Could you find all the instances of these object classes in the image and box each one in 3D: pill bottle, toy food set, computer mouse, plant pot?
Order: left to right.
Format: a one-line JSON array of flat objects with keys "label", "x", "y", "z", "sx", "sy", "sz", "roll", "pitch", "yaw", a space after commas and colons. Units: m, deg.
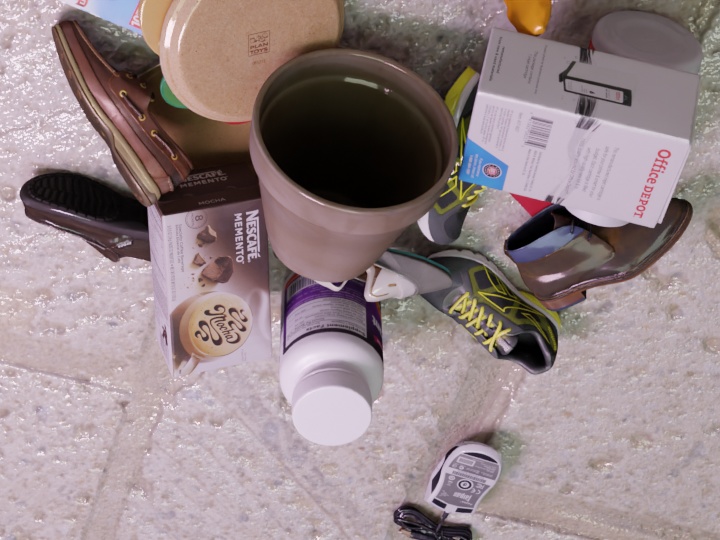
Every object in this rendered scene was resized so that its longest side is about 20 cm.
[{"label": "plant pot", "x": -0.156, "y": -0.142, "z": 1.719, "sx": 0.198, "sy": 0.028, "sz": 0.201, "roll": -1, "pitch": 127, "yaw": -1}, {"label": "toy food set", "x": -0.107, "y": -0.227, "z": 1.594, "sx": 0.199, "sy": 0.049, "sz": 0.199, "roll": -28, "pitch": 135, "yaw": -11}, {"label": "pill bottle", "x": -0.031, "y": 0.087, "z": 1.780, "sx": 0.110, "sy": 0.201, "sz": 0.112, "roll": -1, "pitch": 129, "yaw": -1}, {"label": "plant pot", "x": -0.021, "y": -0.083, "z": 1.617, "sx": 0.198, "sy": 0.201, "sz": 0.174, "roll": 9, "pitch": 142, "yaw": -8}, {"label": "computer mouse", "x": 0.119, "y": 0.267, "z": 2.035, "sx": 0.109, "sy": 0.044, "sz": 0.201, "roll": 19, "pitch": 131, "yaw": -10}, {"label": "pill bottle", "x": 0.264, "y": -0.148, "z": 1.671, "sx": 0.110, "sy": 0.112, "sz": 0.201, "roll": 7, "pitch": 127, "yaw": -7}]

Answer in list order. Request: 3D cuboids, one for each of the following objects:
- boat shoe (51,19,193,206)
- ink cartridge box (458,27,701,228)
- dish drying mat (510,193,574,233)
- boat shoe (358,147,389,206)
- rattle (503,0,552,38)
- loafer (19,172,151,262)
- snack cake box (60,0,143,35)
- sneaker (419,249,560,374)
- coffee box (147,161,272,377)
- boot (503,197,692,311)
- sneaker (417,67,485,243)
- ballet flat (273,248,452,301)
[{"label": "boat shoe", "x": -0.237, "y": -0.163, "z": 1.648, "sx": 0.067, "sy": 0.072, "sz": 0.201, "roll": -31, "pitch": 91, "yaw": -12}, {"label": "ink cartridge box", "x": 0.202, "y": -0.131, "z": 1.551, "sx": 0.198, "sy": 0.085, "sz": 0.146, "roll": 14, "pitch": 149, "yaw": 3}, {"label": "dish drying mat", "x": 0.213, "y": -0.081, "z": 1.782, "sx": 0.077, "sy": 0.018, "sz": 0.200, "roll": -33, "pitch": 121, "yaw": 23}, {"label": "boat shoe", "x": 0.022, "y": -0.112, "z": 1.718, "sx": 0.060, "sy": 0.072, "sz": 0.202, "roll": 4, "pitch": 130, "yaw": -10}, {"label": "rattle", "x": 0.084, "y": -0.313, "z": 1.528, "sx": 0.130, "sy": 0.144, "sz": 0.200, "roll": -16, "pitch": 136, "yaw": 35}, {"label": "loafer", "x": -0.269, "y": -0.041, "z": 1.763, "sx": 0.199, "sy": 0.073, "sz": 0.072, "roll": 18, "pitch": 123, "yaw": -15}, {"label": "snack cake box", "x": -0.209, "y": -0.331, "z": 1.546, "sx": 0.114, "sy": 0.067, "sz": 0.201, "roll": 19, "pitch": 125, "yaw": -17}, {"label": "sneaker", "x": 0.145, "y": 0.046, "z": 1.835, "sx": 0.199, "sy": 0.085, "sz": 0.075, "roll": 26, "pitch": 122, "yaw": -20}, {"label": "coffee box", "x": -0.157, "y": -0.001, "z": 1.732, "sx": 0.112, "sy": 0.080, "sz": 0.201, "roll": -10, "pitch": 124, "yaw": -17}, {"label": "boot", "x": 0.248, "y": -0.036, "z": 1.759, "sx": 0.199, "sy": 0.075, "sz": 0.097, "roll": -33, "pitch": 124, "yaw": 24}, {"label": "sneaker", "x": 0.113, "y": -0.104, "z": 1.699, "sx": 0.084, "sy": 0.075, "sz": 0.201, "roll": 23, "pitch": 129, "yaw": 17}, {"label": "ballet flat", "x": 0.000, "y": 0.000, "z": 1.759, "sx": 0.199, "sy": 0.064, "sz": 0.067, "roll": 21, "pitch": 157, "yaw": -11}]
